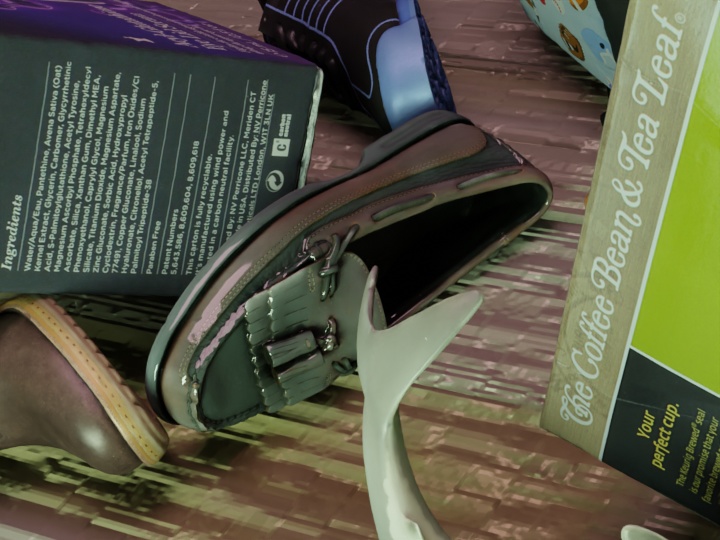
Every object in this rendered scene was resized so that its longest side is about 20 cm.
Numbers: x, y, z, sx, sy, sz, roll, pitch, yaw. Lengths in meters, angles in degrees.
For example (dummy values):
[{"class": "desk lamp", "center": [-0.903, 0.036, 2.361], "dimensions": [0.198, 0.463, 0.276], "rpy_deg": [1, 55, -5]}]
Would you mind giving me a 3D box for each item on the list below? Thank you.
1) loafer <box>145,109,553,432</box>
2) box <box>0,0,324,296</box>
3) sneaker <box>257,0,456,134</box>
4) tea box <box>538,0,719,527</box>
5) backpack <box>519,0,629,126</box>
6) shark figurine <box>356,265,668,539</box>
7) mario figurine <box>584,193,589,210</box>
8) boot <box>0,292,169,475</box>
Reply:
[{"class": "loafer", "center": [0.000, 0.000, 0.821], "dimensions": [0.063, 0.072, 0.200], "rpy_deg": [24, 49, 33]}, {"class": "box", "center": [-0.142, -0.058, 0.848], "dimensions": [0.200, 0.104, 0.148], "rpy_deg": [2, 15, -37]}, {"class": "sneaker", "center": [-0.006, -0.105, 0.973], "dimensions": [0.078, 0.070, 0.200], "rpy_deg": [-21, 28, 3]}, {"class": "tea box", "center": [0.176, -0.010, 0.590], "dimensions": [0.197, 0.200, 0.134], "rpy_deg": [28, 52, 18]}, {"class": "backpack", "center": [0.141, -0.176, 0.937], "dimensions": [0.200, 0.154, 0.190], "rpy_deg": [-30, 26, -11]}, {"class": "shark figurine", "center": [0.057, 0.104, 0.623], "dimensions": [0.128, 0.214, 0.090], "rpy_deg": [-52, -2, 0]}, {"class": "mario figurine", "center": [0.192, -0.009, 0.759], "dimensions": [0.200, 0.124, 0.106], "rpy_deg": [-16, -9, 17]}, {"class": "boot", "center": [-0.184, 0.076, 0.821], "dimensions": [0.166, 0.072, 0.200], "rpy_deg": [-47, 45, -15]}]
